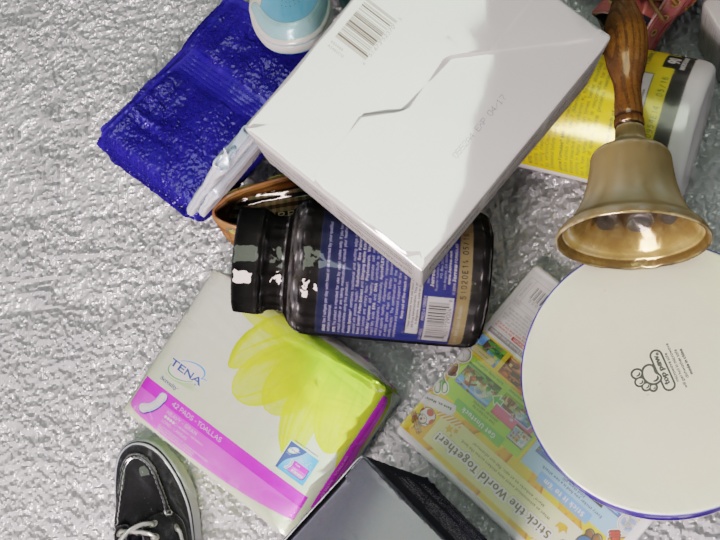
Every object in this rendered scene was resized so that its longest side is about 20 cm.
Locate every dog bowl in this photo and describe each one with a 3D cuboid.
[{"bbox_3d":[0.221,0.082,0.759,0.200,0.079,0.201,-4,75,15],"label":"dog bowl"}]

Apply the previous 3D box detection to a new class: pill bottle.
[{"bbox_3d":[0.000,0.000,0.825,0.200,0.112,0.112,5,77,-1],"label":"pill bottle"},{"bbox_3d":[0.174,-0.132,0.833,0.200,0.114,0.115,16,81,19],"label":"pill bottle"}]

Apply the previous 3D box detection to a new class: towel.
[{"bbox_3d":[-0.137,-0.156,0.954,0.148,0.050,0.200,35,79,22],"label":"towel"}]

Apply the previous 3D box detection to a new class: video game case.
[{"bbox_3d":[0.159,0.125,0.820,0.200,0.023,0.182,40,90,21],"label":"video game case"}]

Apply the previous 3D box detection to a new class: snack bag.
[{"bbox_3d":[-0.064,-0.127,0.824,0.021,0.200,0.189,41,74,-7],"label":"snack bag"}]

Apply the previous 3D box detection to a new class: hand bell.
[{"bbox_3d":[0.192,-0.111,0.732,0.104,0.104,0.200,-2,68,16],"label":"hand bell"}]

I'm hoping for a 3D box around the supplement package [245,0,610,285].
[{"bbox_3d":[0.046,-0.117,0.727,0.156,0.111,0.200,39,87,7],"label":"supplement package"}]

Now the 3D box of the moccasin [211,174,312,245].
[{"bbox_3d":[-0.032,-0.064,0.897,0.201,0.078,0.074,-5,75,16],"label":"moccasin"}]

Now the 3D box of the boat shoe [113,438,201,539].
[{"bbox_3d":[-0.177,0.237,0.868,0.072,0.068,0.200,-17,71,12],"label":"boat shoe"}]

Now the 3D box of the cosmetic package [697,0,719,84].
[{"bbox_3d":[0.359,-0.137,0.796,0.113,0.081,0.200,-27,69,7],"label":"cosmetic package"}]

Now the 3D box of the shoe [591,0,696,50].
[{"bbox_3d":[0.239,-0.225,0.797,0.071,0.200,0.091,39,93,5],"label":"shoe"}]

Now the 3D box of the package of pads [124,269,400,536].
[{"bbox_3d":[-0.083,0.108,0.873,0.200,0.068,0.155,32,87,21],"label":"package of pads"}]

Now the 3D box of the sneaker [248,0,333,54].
[{"bbox_3d":[-0.076,-0.297,0.916,0.079,0.131,0.200,-12,53,3],"label":"sneaker"}]

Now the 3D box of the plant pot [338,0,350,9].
[{"bbox_3d":[0.043,-0.319,0.878,0.200,0.196,0.201,-4,76,16],"label":"plant pot"}]

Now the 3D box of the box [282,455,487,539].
[{"bbox_3d":[0.013,0.229,0.741,0.104,0.200,0.148,42,91,22],"label":"box"}]
